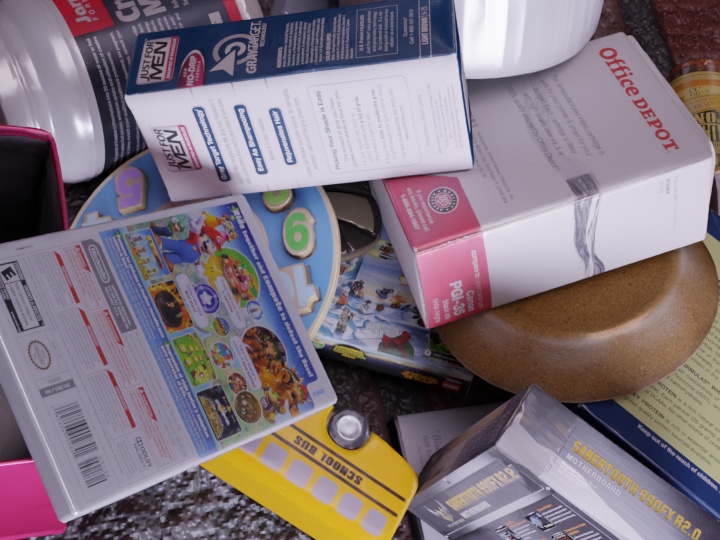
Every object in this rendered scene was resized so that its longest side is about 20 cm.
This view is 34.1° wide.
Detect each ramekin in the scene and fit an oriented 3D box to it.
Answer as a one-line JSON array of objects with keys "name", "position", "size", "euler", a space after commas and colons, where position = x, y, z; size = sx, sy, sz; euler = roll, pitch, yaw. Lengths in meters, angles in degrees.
[{"name": "ramekin", "position": [0.075, -0.210, 0.802], "size": [0.200, 0.098, 0.201], "euler": [0, 34, 0]}]

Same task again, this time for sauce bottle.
[{"name": "sauce bottle", "position": [0.302, -0.087, 1.017], "size": [0.066, 0.066, 0.201], "euler": [7, 63, -15]}]

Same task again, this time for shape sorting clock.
[{"name": "shape sorting clock", "position": [-0.111, -0.004, 0.774], "size": [0.199, 0.039, 0.201], "euler": [-4, 70, 12]}]

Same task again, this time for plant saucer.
[{"name": "plant saucer", "position": [0.144, -0.001, 0.805], "size": [0.200, 0.035, 0.201], "euler": [-6, 48, 6]}]

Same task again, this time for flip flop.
[{"name": "flip flop", "position": [-0.082, -0.018, 0.825], "size": [0.199, 0.058, 0.081], "euler": [-17, 67, 7]}]

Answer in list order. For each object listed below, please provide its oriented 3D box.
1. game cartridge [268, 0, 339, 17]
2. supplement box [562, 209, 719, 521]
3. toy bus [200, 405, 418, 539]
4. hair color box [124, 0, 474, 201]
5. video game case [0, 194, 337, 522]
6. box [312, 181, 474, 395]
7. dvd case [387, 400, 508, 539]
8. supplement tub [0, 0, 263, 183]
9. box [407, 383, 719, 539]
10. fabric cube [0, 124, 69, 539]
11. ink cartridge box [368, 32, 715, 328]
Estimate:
[{"name": "game cartridge", "position": [0.018, -0.162, 0.885], "size": [0.200, 0.040, 0.134], "euler": [33, 45, -27]}, {"name": "supplement box", "position": [0.254, 0.107, 0.851], "size": [0.200, 0.134, 0.200], "euler": [39, 61, 3]}, {"name": "toy bus", "position": [-0.060, 0.115, 0.809], "size": [0.200, 0.065, 0.078], "euler": [33, 62, -2]}, {"name": "hair color box", "position": [-0.034, -0.106, 0.731], "size": [0.199, 0.100, 0.061], "euler": [-6, 51, 8]}, {"name": "video game case", "position": [-0.110, 0.038, 0.651], "size": [0.200, 0.018, 0.143], "euler": [-17, 79, -49]}, {"name": "box", "position": [0.000, 0.000, 0.870], "size": [0.199, 0.040, 0.137], "euler": [15, 63, 4]}, {"name": "dvd case", "position": [0.128, 0.166, 0.873], "size": [0.199, 0.018, 0.143], "euler": [-5, 68, -20]}, {"name": "supplement tub", "position": [-0.176, -0.146, 0.845], "size": [0.200, 0.140, 0.141], "euler": [-23, 75, -26]}, {"name": "box", "position": [0.126, 0.160, 0.751], "size": [0.158, 0.200, 0.048], "euler": [37, 65, 2]}, {"name": "fabric cube", "position": [-0.272, 0.051, 0.692], "size": [0.196, 0.199, 0.201], "euler": [-5, 68, -19]}, {"name": "ink cartridge box", "position": [0.113, -0.064, 0.786], "size": [0.199, 0.083, 0.147], "euler": [-17, 47, -4]}]
